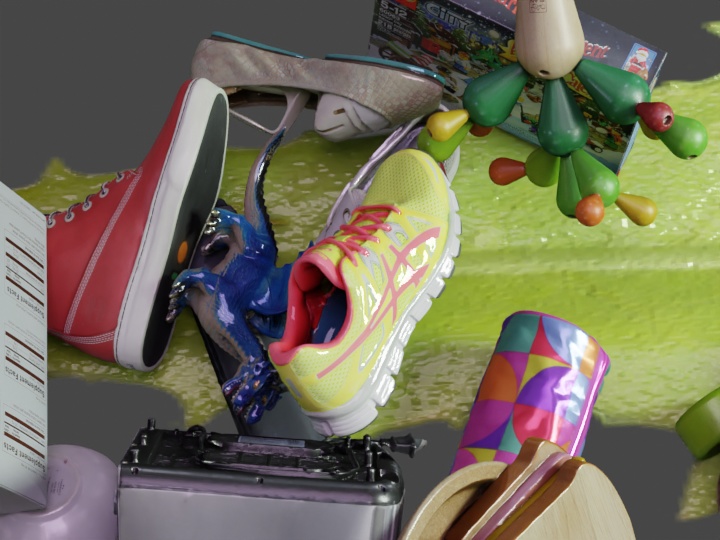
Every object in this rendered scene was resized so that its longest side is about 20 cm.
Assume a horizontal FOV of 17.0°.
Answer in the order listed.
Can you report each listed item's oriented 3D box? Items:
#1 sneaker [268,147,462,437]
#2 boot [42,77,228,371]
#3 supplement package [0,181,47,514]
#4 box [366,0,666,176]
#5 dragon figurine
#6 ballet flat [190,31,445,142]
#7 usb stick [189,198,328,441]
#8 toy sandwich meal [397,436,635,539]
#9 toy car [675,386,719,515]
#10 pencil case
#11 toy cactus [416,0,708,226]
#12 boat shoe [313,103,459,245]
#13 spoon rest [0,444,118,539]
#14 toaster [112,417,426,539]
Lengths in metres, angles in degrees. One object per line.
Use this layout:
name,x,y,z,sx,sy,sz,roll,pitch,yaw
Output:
sneaker,0.000,0.000,1.538,0.078,0.090,0.201,-4,56,41
boot,-0.176,-0.047,1.625,0.143,0.072,0.202,17,83,18
supplement package,-0.312,0.051,1.532,0.190,0.147,0.202,-9,69,18
box,0.103,-0.146,1.656,0.199,0.137,0.038,26,68,8
dragon figurine,-0.064,0.007,1.597,0.099,0.059,0.201,24,59,4
ballet flat,-0.032,-0.117,1.662,0.199,0.067,0.063,12,78,30
usb stick,-0.078,0.046,1.632,0.055,0.033,0.201,-21,71,-5
toy sandwich meal,0.092,0.206,1.453,0.070,0.205,0.207,2,62,42
toy car,0.312,0.107,1.537,0.157,0.200,0.165,-31,73,-13
pencil case,0.106,0.129,1.584,0.088,0.088,0.201,16,71,4
toy cactus,0.120,-0.109,1.561,0.199,0.166,0.102,4,23,33
boat shoe,0.008,-0.030,1.644,0.070,0.069,0.201,24,70,7
spoon rest,-0.207,0.192,1.544,0.098,0.061,0.201,-2,44,11
toaster,-0.057,0.165,1.501,0.198,0.181,0.120,4,95,-2
